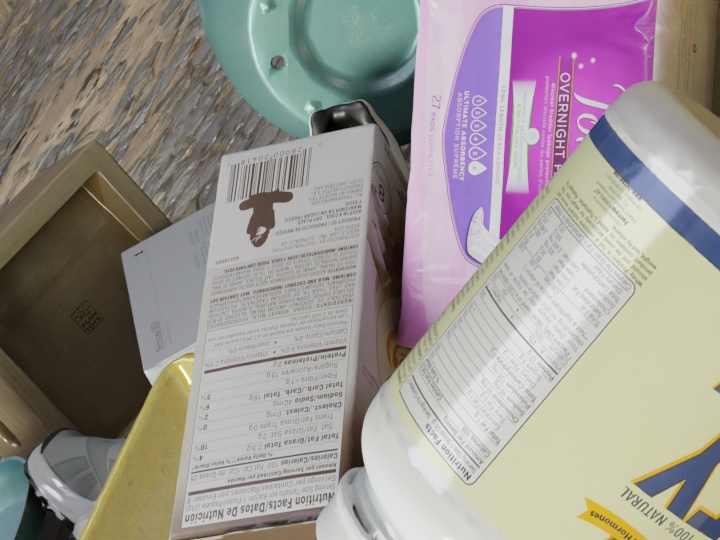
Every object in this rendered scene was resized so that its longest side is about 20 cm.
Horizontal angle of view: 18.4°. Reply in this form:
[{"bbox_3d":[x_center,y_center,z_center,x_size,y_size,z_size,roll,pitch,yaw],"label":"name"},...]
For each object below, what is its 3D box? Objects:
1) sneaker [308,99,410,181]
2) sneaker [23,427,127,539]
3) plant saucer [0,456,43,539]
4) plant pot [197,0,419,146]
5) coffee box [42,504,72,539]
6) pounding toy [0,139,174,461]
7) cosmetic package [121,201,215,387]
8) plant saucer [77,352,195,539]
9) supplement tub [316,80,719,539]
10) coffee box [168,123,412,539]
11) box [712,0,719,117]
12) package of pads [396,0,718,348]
[{"bbox_3d":[0.000,0.000,1.117,0.073,0.080,0.201,-16,51,7],"label":"sneaker"},{"bbox_3d":[-0.125,0.121,1.207,0.079,0.074,0.200,-49,24,-7],"label":"sneaker"},{"bbox_3d":[-0.238,0.199,1.270,0.200,0.027,0.201,-48,20,24],"label":"plant saucer"},{"bbox_3d":[0.001,-0.158,1.238,0.201,0.200,0.161,-50,15,16],"label":"plant pot"},{"bbox_3d":[-0.205,0.251,1.268,0.113,0.080,0.201,-38,26,39],"label":"coffee box"},{"bbox_3d":[-0.187,0.063,1.420,0.184,0.200,0.142,-49,14,-27],"label":"pounding toy"},{"bbox_3d":[-0.057,0.005,1.277,0.150,0.052,0.200,-27,22,0],"label":"cosmetic package"},{"bbox_3d":[-0.038,0.140,1.002,0.199,0.049,0.201,5,56,33],"label":"plant saucer"},{"bbox_3d":[0.092,0.051,0.782,0.200,0.145,0.145,-51,19,12],"label":"supplement tub"},{"bbox_3d":[-0.015,0.054,0.946,0.079,0.115,0.201,-10,50,18],"label":"coffee box"},{"bbox_3d":[0.135,-0.085,1.003,0.200,0.078,0.095,-50,21,17],"label":"box"},{"bbox_3d":[0.085,-0.060,0.920,0.120,0.076,0.202,2,87,29],"label":"package of pads"}]
